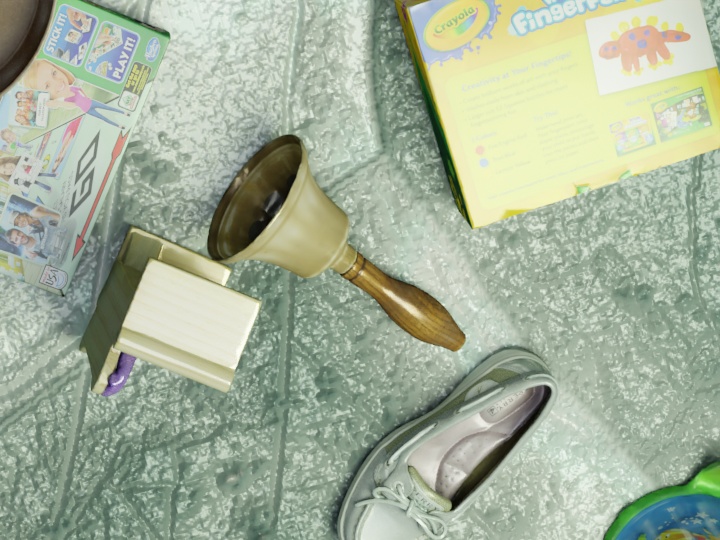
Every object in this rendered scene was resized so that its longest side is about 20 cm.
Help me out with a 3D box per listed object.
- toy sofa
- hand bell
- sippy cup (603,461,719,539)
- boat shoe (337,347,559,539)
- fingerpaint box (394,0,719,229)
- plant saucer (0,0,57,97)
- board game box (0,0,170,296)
[{"bbox_3d":[-0.131,0.038,1.527,0.083,0.200,0.098,22,93,-12],"label":"toy sofa"},{"bbox_3d":[0.000,0.000,1.604,0.200,0.104,0.104,35,96,-25],"label":"hand bell"},{"bbox_3d":[0.252,0.241,1.655,0.139,0.130,0.178,-20,104,-3],"label":"sippy cup"},{"bbox_3d":[0.064,0.140,1.642,0.202,0.065,0.074,-42,104,3],"label":"boat shoe"},{"bbox_3d":[0.143,-0.142,1.585,0.200,0.073,0.167,-19,105,-3],"label":"fingerpaint box"},{"bbox_3d":[-0.298,-0.199,1.521,0.200,0.034,0.201,1,98,6],"label":"plant saucer"},{"bbox_3d":[-0.232,-0.098,1.572,0.134,0.029,0.200,21,99,-12],"label":"board game box"}]
